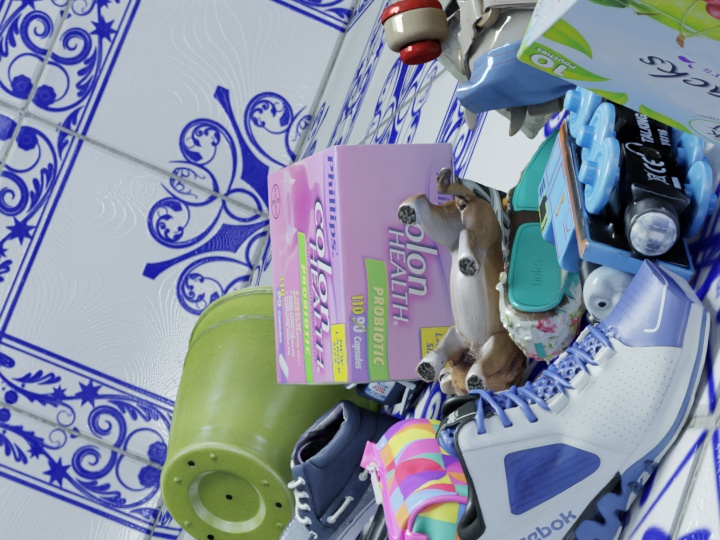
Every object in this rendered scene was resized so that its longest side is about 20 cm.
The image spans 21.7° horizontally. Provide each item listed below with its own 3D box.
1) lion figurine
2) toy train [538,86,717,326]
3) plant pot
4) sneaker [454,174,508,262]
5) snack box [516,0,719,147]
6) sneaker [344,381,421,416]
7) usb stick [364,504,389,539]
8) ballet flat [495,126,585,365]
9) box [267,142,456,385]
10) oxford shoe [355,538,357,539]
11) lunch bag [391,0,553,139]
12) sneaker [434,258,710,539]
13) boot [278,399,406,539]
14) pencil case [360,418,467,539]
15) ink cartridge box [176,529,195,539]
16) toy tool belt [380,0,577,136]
[{"bbox_3d":[0.079,0.012,1.311,0.122,0.072,0.202,-37,-49,-60],"label":"lion figurine"},{"bbox_3d":[0.161,-0.044,1.157,0.200,0.086,0.115,-89,14,-61],"label":"toy train"},{"bbox_3d":[-0.094,0.151,1.736,0.201,0.199,0.193,-61,3,37],"label":"plant pot"},{"bbox_3d":[0.097,0.003,1.464,0.078,0.077,0.201,116,154,-49],"label":"sneaker"},{"bbox_3d":[0.179,-0.086,0.747,0.142,0.199,0.053,144,147,-74],"label":"snack box"},{"bbox_3d":[0.036,0.073,1.641,0.109,0.070,0.200,-62,2,3],"label":"sneaker"},{"bbox_3d":[0.009,0.244,1.518,0.055,0.032,0.201,-87,20,-85],"label":"usb stick"},{"bbox_3d":[0.134,-0.018,1.309,0.064,0.075,0.201,74,-152,-44],"label":"ballet flat"},{"bbox_3d":[0.000,0.000,1.476,0.200,0.096,0.178,170,98,-71],"label":"box"},{"bbox_3d":[-0.065,0.309,1.688,0.071,0.071,0.201,-94,29,-63],"label":"oxford shoe"},{"bbox_3d":[0.110,-0.229,1.465,0.118,0.200,0.164,-49,-1,-32],"label":"lunch bag"},{"bbox_3d":[0.107,0.083,1.046,0.081,0.114,0.201,-109,42,-76],"label":"sneaker"},{"bbox_3d":[-0.034,0.183,1.588,0.200,0.090,0.073,-49,31,29],"label":"boot"},{"bbox_3d":[0.051,0.164,1.297,0.200,0.088,0.089,-122,55,-78],"label":"pencil case"},{"bbox_3d":[-0.256,0.444,2.598,0.200,0.050,0.162,118,170,-56],"label":"ink cartridge box"},{"bbox_3d":[0.115,-0.149,1.322,0.125,0.199,0.124,11,-113,-67],"label":"toy tool belt"}]
